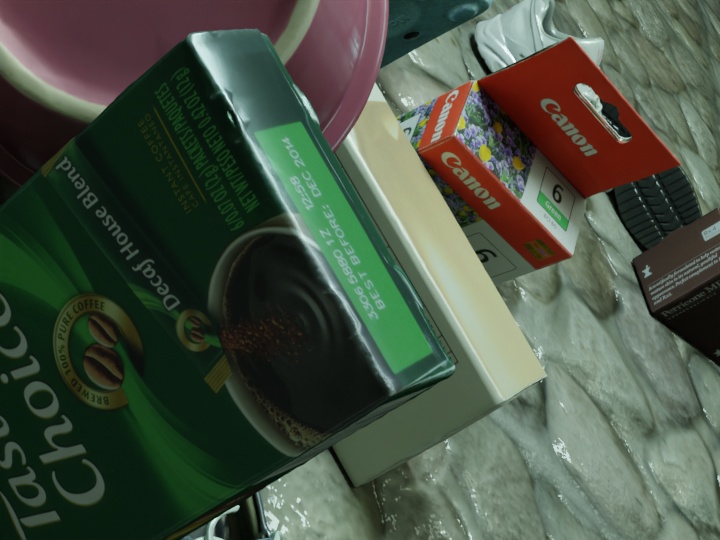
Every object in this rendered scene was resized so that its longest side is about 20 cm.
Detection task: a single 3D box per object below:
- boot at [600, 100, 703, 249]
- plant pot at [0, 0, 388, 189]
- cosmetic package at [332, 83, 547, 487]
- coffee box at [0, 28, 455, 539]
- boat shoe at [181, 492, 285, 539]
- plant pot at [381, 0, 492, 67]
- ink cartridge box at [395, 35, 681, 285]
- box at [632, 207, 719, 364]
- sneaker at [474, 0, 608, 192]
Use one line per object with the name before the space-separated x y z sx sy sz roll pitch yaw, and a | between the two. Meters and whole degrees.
boot | 0.299 -0.102 1.359 0.200 0.077 0.138 61 22 7
plant pot | -0.083 -0.112 0.514 0.200 0.200 0.179 53 -3 -5
cosmetic package | 0.000 0.000 0.701 0.200 0.105 0.071 61 28 7
coffee box | -0.078 0.029 0.428 0.044 0.200 0.123 -18 77 -57
boat shoe | -0.057 0.114 0.520 0.075 0.062 0.200 20 44 -53
plant pot | -0.007 -0.251 0.890 0.196 0.196 0.200 13 58 -54
ink cartridge box | 0.068 -0.047 0.755 0.109 0.200 0.050 42 49 -25
box | 0.365 0.029 1.285 0.200 0.100 0.075 32 35 -39
sneaker | 0.192 -0.167 1.216 0.200 0.099 0.078 56 26 1
